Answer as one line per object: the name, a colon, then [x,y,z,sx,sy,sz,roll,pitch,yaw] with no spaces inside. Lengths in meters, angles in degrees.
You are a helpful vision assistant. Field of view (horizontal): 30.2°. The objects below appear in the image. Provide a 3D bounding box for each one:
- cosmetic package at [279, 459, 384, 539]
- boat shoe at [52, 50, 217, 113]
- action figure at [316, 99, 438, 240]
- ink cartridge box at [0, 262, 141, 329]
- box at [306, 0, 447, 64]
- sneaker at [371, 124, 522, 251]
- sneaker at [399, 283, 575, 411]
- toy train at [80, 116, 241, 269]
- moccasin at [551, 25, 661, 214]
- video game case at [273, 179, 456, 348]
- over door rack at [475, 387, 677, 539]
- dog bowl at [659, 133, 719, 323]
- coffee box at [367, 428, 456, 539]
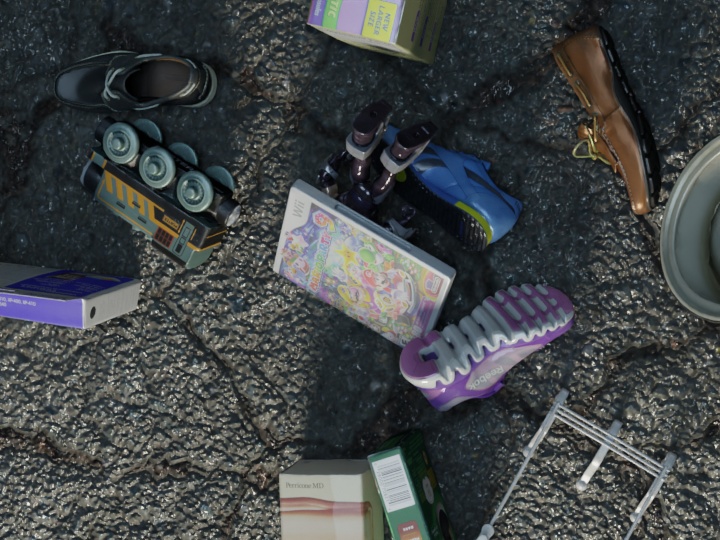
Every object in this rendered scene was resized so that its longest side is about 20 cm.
cosmetic package: [-0.030,0.317,1.485,0.102,0.087,0.203,-3,92,15]
boat shoe: [-0.268,-0.219,1.533,0.197,0.068,0.073,1,94,15]
action figure: [0.011,-0.090,1.431,0.130,0.069,0.201,37,142,8]
ink cartridge box: [-0.376,0.028,1.500,0.195,0.200,0.044,7,96,14]
box: [0.033,-0.319,1.384,0.095,0.200,0.178,15,97,12]
sneaker: [0.089,-0.105,1.459,0.200,0.066,0.078,39,64,20]
sneaker: [0.142,0.089,1.443,0.198,0.081,0.089,-26,128,-4]
toy train: [-0.231,-0.091,1.524,0.199,0.085,0.115,33,109,11]
moccasin: [0.257,-0.153,1.401,0.077,0.074,0.203,-24,89,23]
video game case: [0.000,0.000,1.455,0.199,0.018,0.144,31,141,11]
over door rack: [0.225,0.248,1.420,0.147,0.067,0.201,29,78,11]
dog bowl: [0.395,-0.040,1.324,0.199,0.073,0.203,-25,57,47]
coffee box: [0.067,0.280,1.442,0.043,0.123,0.202,-19,89,13]
